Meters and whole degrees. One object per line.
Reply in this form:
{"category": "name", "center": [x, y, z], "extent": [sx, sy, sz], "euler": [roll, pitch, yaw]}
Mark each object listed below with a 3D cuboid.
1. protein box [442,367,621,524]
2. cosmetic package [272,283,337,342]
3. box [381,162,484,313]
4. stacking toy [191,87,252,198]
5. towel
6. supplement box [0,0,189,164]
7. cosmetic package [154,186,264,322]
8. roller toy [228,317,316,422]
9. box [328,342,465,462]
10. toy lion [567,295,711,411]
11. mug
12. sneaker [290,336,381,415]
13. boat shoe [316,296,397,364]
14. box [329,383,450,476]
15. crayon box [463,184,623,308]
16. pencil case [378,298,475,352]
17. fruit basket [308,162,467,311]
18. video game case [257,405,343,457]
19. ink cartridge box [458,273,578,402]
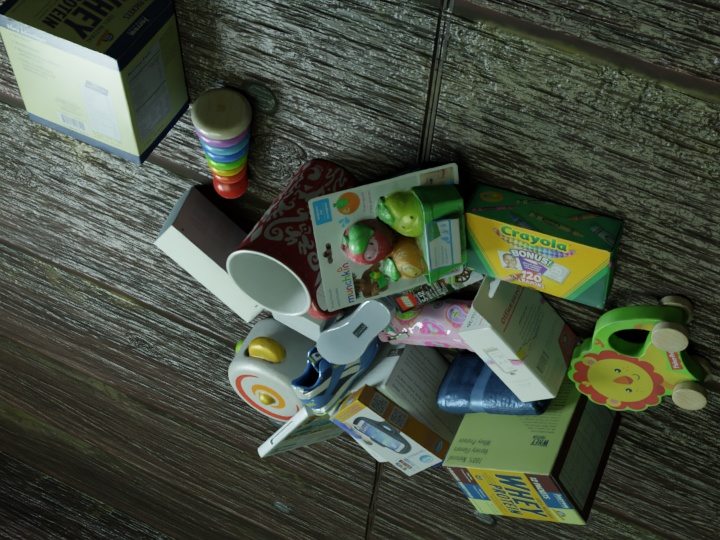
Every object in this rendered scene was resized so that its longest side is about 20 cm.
{"category": "protein box", "center": [0.274, 0.272, 1.525], "extent": [0.198, 0.200, 0.135], "euler": [-5, 133, 42]}
{"category": "cosmetic package", "center": [-0.091, 0.057, 1.585], "extent": [0.101, 0.074, 0.200], "euler": [28, 168, 3]}
{"category": "box", "center": [0.071, -0.041, 1.363], "extent": [0.136, 0.038, 0.200], "euler": [-25, 124, 17]}
{"category": "stacking toy", "center": [-0.198, -0.177, 1.427], "extent": [0.085, 0.086, 0.200], "euler": [24, 153, 10]}
{"category": "towel", "center": [0.215, 0.178, 1.529], "extent": [0.200, 0.112, 0.049], "euler": [-5, 132, 42]}
{"category": "supplement box", "center": [-0.367, -0.290, 1.345], "extent": [0.199, 0.134, 0.200], "euler": [22, 146, 13]}
{"category": "cosmetic package", "center": [-0.229, -0.028, 1.570], "extent": [0.052, 0.151, 0.200], "euler": [-41, 108, 20]}
{"category": "roller toy", "center": [-0.148, 0.193, 1.809], "extent": [0.182, 0.140, 0.200], "euler": [37, 146, -11]}
{"category": "box", "center": [0.063, 0.224, 1.691], "extent": [0.199, 0.131, 0.200], "euler": [-17, 124, 47]}
{"category": "toy lion", "center": [0.382, 0.127, 1.353], "extent": [0.191, 0.069, 0.200], "euler": [-4, 134, 31]}
{"category": "mug", "center": [-0.082, -0.039, 1.395], "extent": [0.133, 0.200, 0.178], "euler": [13, 144, 24]}
{"category": "sneaker", "center": [-0.037, 0.147, 1.618], "extent": [0.082, 0.200, 0.074], "euler": [38, 178, -27]}
{"category": "boat shoe", "center": [0.001, 0.080, 1.517], "extent": [0.070, 0.066, 0.200], "euler": [41, 137, 0]}
{"category": "box", "center": [0.056, 0.276, 1.611], "extent": [0.200, 0.042, 0.119], "euler": [38, 146, -6]}
{"category": "crayon box", "center": [0.239, -0.032, 1.279], "extent": [0.199, 0.058, 0.119], "euler": [17, 145, 20]}
{"category": "pencil case", "center": [0.125, 0.085, 1.503], "extent": [0.199, 0.088, 0.088], "euler": [2, 137, 36]}
{"category": "fruit basket", "center": [0.042, -0.038, 1.266], "extent": [0.094, 0.199, 0.186], "euler": [-125, 22, -50]}
{"category": "video game case", "center": [-0.071, 0.284, 1.811], "extent": [0.182, 0.200, 0.023], "euler": [-45, 63, 41]}
{"category": "ink cartridge box", "center": [0.219, 0.082, 1.395], "extent": [0.067, 0.117, 0.200], "euler": [-17, 124, 48]}
